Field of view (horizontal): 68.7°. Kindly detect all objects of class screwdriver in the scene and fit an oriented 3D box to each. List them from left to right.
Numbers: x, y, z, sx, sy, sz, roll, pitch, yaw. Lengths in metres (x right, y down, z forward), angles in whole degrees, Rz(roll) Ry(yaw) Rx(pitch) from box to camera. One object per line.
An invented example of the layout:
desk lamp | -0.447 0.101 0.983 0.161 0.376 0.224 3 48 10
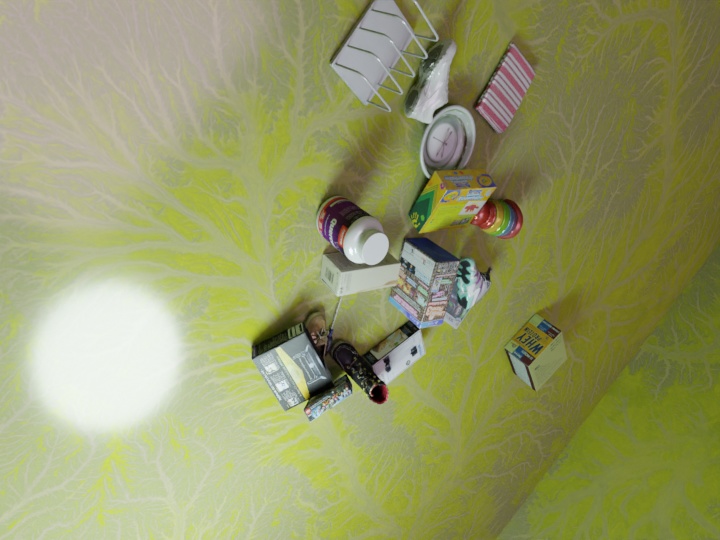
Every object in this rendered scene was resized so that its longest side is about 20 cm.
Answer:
screwdriver | -0.073 0.150 1.471 0.028 0.028 0.205 18 108 -12

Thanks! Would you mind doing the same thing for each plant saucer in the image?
plant saucer | 0.223 -0.342 1.410 0.195 0.050 0.207 -20 125 -30

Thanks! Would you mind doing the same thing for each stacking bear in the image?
stacking bear | 0.397 -0.167 1.615 0.195 0.113 0.125 8 110 -36

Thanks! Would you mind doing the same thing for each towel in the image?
towel | 0.407 -0.508 1.479 0.144 0.030 0.204 25 95 -44

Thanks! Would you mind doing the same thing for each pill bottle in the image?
pill bottle | -0.018 -0.093 1.258 0.109 0.199 0.116 -18 125 -27

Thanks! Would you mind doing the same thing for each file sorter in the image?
file sorter | 0.059 -0.478 1.152 0.138 0.124 0.203 34 92 -45

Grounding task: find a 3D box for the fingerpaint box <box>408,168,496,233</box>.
fingerpaint box | 0.253 -0.195 1.463 0.194 0.075 0.168 -10 148 -33

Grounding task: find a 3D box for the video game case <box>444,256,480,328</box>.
video game case | 0.331 0.079 1.757 0.180 0.023 0.203 33 92 -45

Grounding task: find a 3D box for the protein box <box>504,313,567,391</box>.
protein box | 0.708 0.332 2.124 0.198 0.134 0.202 -42 134 -9

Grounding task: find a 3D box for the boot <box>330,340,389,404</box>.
boot | 0.000 0.298 1.532 0.073 0.150 0.202 -41 133 -9

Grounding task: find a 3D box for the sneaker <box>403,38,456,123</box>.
sneaker | 0.185 -0.459 1.292 0.097 0.078 0.204 16 114 -33

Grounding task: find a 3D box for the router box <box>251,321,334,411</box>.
router box | -0.175 0.255 1.385 0.153 0.053 0.204 -25 120 0

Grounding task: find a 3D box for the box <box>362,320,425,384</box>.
box | 0.109 0.266 1.663 0.197 0.060 0.119 -33 131 -19

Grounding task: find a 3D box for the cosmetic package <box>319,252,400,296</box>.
cosmetic package | 0.000 0.000 1.395 0.194 0.105 0.073 -7 122 -33

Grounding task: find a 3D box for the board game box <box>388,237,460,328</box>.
board game box | 0.180 0.032 1.517 0.094 0.159 0.207 -4 118 -35

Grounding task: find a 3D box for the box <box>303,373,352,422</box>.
box | -0.087 0.351 1.468 0.134 0.038 0.200 -32 176 -4

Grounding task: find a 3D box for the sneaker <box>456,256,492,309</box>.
sneaker | 0.376 0.016 1.696 0.137 0.078 0.204 -28 139 -23

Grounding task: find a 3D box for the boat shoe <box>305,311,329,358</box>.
boat shoe | -0.120 0.212 1.448 0.071 0.062 0.207 -11 121 -32
